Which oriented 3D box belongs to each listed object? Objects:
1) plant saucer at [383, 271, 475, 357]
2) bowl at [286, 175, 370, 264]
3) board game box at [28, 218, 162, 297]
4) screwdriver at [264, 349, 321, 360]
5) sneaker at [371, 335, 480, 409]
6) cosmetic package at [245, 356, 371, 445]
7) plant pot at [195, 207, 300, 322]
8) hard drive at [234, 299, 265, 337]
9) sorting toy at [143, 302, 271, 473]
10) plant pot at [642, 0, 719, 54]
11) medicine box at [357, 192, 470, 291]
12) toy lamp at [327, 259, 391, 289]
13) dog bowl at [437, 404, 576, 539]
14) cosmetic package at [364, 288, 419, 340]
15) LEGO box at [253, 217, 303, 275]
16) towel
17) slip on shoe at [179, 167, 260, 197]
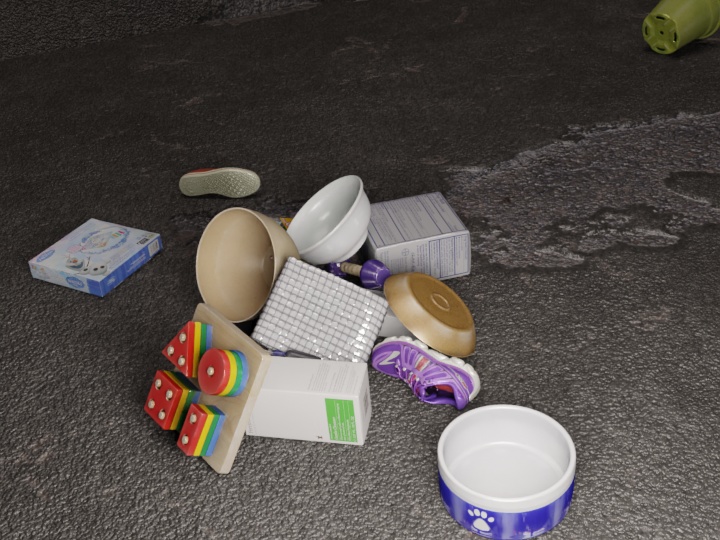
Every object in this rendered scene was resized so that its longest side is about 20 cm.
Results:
[{"bbox_3d":[0.132,0.066,1.695,0.198,0.036,0.201,30,27,-17],"label":"plant saucer"},{"bbox_3d":[-0.048,-0.081,1.870,0.200,0.090,0.202,-35,27,20],"label":"bowl"},{"bbox_3d":[-0.556,-0.031,2.036,0.196,0.044,0.200,14,36,26],"label":"board game box"},{"bbox_3d":[-0.158,0.132,1.577,0.196,0.028,0.029,13,-7,10],"label":"screwdriver"},{"bbox_3d":[0.099,0.172,1.599,0.197,0.082,0.084,16,43,29],"label":"sneaker"},{"bbox_3d":[-0.087,0.205,1.538,0.196,0.109,0.085,1,36,12],"label":"cosmetic package"},{"bbox_3d":[-0.184,-0.009,1.761,0.198,0.204,0.133,21,12,35],"label":"plant pot"},{"bbox_3d":[-0.152,0.119,1.746,0.133,0.043,0.200,-19,35,-21],"label":"hard drive"},{"bbox_3d":[-0.250,0.178,1.509,0.069,0.202,0.199,12,14,-44],"label":"sorting toy"},{"bbox_3d":[0.943,-0.744,2.874,0.184,0.203,0.199,-38,44,-26],"label":"plant pot"},{"bbox_3d":[0.101,-0.060,1.941,0.196,0.104,0.183,-11,32,-11],"label":"medicine box"},{"bbox_3d":[0.000,0.000,1.845,0.057,0.059,0.199,-19,16,-22],"label":"toy lamp"},{"bbox_3d":[0.210,0.288,1.394,0.196,0.080,0.201,-4,31,2],"label":"dog bowl"},{"bbox_3d":[0.035,0.080,1.775,0.197,0.051,0.083,9,29,20],"label":"cosmetic package"},{"bbox_3d":[-0.191,-0.026,1.949,0.146,0.078,0.201,3,33,12],"label":"LEGO box"},{"bbox_3d":[-0.068,0.094,1.635,0.197,0.086,0.168,22,78,7],"label":"towel"},{"bbox_3d":[-0.329,-0.213,2.277,0.196,0.075,0.061,-1,28,15],"label":"slip on shoe"}]
